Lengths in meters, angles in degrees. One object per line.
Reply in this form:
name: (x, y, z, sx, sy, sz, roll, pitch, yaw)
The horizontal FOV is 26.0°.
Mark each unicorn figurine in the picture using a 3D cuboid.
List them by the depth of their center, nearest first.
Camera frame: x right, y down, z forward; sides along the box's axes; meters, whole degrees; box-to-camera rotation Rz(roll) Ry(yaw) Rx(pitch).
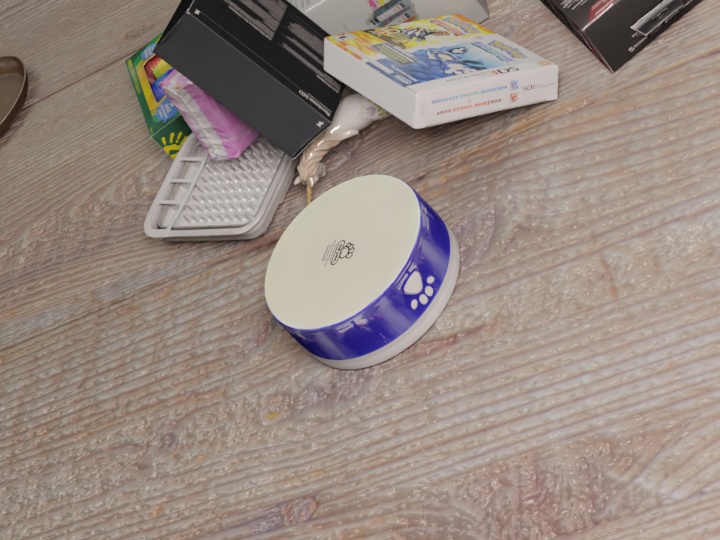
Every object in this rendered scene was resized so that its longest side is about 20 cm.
unicorn figurine: (-0.011, -0.172, 1.793, 0.200, 0.074, 0.137, -44, 12, 33)

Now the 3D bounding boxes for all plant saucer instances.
plant saucer: (-0.580, -0.243, 2.392, 0.200, 0.032, 0.200, -24, 43, 24)

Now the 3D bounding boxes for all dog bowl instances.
dog bowl: (0.000, 0.000, 1.636, 0.200, 0.079, 0.200, -23, 44, 25)

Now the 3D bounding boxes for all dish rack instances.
dish rack: (-0.159, -0.102, 1.892, 0.200, 0.044, 0.172, -1, 55, 41)

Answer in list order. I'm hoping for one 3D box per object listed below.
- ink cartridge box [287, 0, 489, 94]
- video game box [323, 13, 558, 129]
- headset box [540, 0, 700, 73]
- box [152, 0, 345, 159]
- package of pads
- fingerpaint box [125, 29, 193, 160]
ink cartridge box: (0.028, -0.339, 1.856, 0.200, 0.145, 0.145, -28, 41, 18)
video game box: (0.086, -0.221, 1.701, 0.182, 0.047, 0.200, -13, 31, -28)
headset box: (0.276, -0.315, 1.672, 0.149, 0.077, 0.200, -40, 40, 7)
box: (-0.115, -0.242, 1.746, 0.079, 0.200, 0.141, -41, 20, 35)
package of pads: (-0.139, -0.240, 1.879, 0.076, 0.121, 0.200, 7, 48, 45)
fingerpaint box: (-0.210, -0.256, 2.047, 0.167, 0.073, 0.200, -36, 40, 10)
